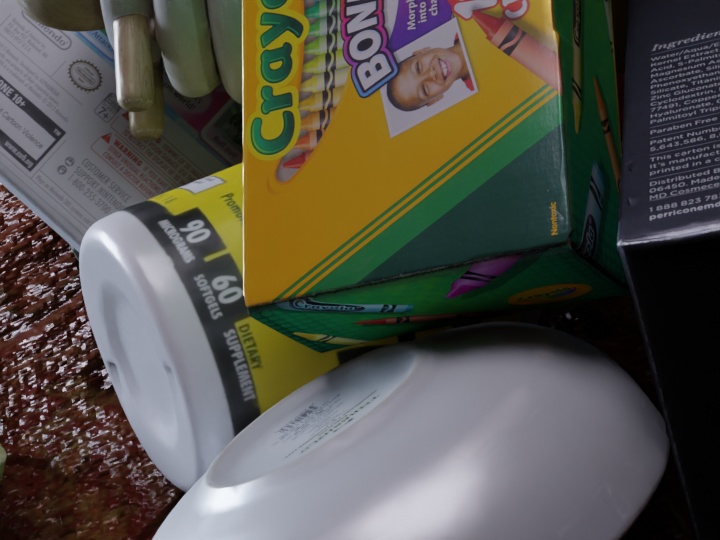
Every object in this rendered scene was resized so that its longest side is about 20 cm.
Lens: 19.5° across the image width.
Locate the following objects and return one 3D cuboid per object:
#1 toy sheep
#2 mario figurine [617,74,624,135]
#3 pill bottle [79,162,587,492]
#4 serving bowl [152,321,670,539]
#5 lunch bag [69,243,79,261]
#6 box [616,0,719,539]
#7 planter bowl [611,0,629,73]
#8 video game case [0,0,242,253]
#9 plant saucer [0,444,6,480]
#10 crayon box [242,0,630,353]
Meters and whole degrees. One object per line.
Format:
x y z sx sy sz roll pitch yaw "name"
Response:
-0.042 -0.128 0.847 0.198 0.139 0.138 -4 28 -2 "toy sheep"
0.132 -0.075 0.957 0.199 0.106 0.125 -10 62 38 "mario figurine"
0.000 0.000 0.829 0.199 0.115 0.114 -23 28 -21 "pill bottle"
0.001 0.074 0.694 0.199 0.066 0.200 -30 10 6 "serving bowl"
-0.091 -0.081 1.024 0.167 0.140 0.200 -35 32 -7 "lunch bag"
0.154 -0.007 0.719 0.103 0.149 0.201 -11 30 15 "box"
0.116 -0.142 0.843 0.201 0.083 0.200 -54 0 0 "planter bowl"
-0.063 -0.077 0.911 0.182 0.200 0.024 -49 -4 -13 "video game case"
-0.258 0.110 0.876 0.199 0.048 0.200 -30 30 -19 "plant saucer"
0.023 -0.082 0.715 0.118 0.058 0.202 -12 68 26 "crayon box"
